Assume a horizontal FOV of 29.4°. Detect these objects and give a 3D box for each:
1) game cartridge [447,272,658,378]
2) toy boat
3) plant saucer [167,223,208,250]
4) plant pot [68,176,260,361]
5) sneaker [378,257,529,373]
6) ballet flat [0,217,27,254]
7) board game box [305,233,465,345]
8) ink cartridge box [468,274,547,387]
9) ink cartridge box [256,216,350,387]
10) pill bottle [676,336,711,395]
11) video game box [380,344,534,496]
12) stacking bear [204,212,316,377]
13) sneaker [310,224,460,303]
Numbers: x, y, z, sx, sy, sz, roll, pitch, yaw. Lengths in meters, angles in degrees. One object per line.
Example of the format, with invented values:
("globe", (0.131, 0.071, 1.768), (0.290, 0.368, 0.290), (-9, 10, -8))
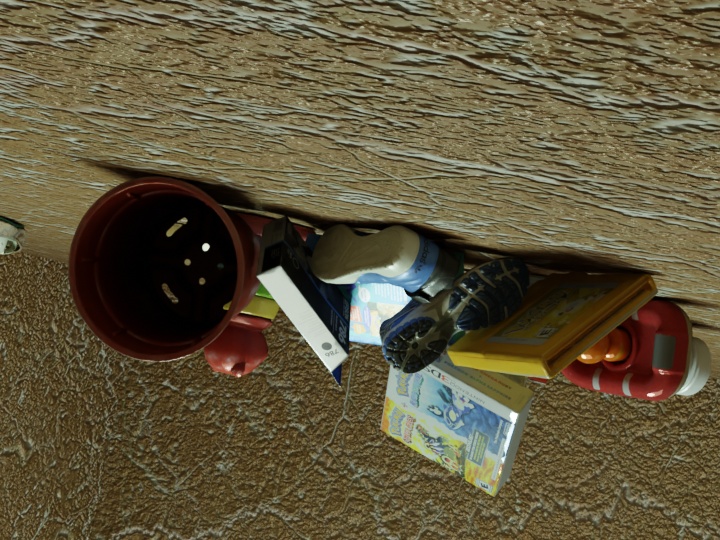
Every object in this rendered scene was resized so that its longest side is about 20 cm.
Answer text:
("game cartridge", (0.215, 0.057, 1.566), (0.176, 0.033, 0.200), (-35, -163, -23))
("toy boat", (0.323, 0.096, 1.780), (0.130, 0.131, 0.200), (7, 178, -39))
("plant saucer", (-0.245, -0.040, 2.117), (0.199, 0.036, 0.200), (11, 175, 1))
("plant pot", (-0.206, -0.005, 1.578), (0.200, 0.201, 0.195), (10, -176, 9))
("sneaker", (0.104, 0.037, 1.619), (0.200, 0.077, 0.085), (-30, -154, -5))
("ballet flat", (-0.703, -0.067, 2.689), (0.068, 0.067, 0.200), (10, 175, 9))
("board game box", (0.031, 0.032, 1.725), (0.199, 0.045, 0.152), (8, 137, 13))
("ink cartridge box", (0.194, 0.105, 1.791), (0.109, 0.201, 0.050), (7, 174, 41))
("ink cartridge box", (-0.056, 0.039, 1.654), (0.039, 0.100, 0.200), (-22, 125, 18))
("pill bottle", (0.415, 0.124, 2.031), (0.199, 0.120, 0.119), (13, 175, -28))
("video game box", (0.118, 0.180, 1.748), (0.182, 0.047, 0.200), (31, 144, 19))
("stacking bear", (-0.146, 0.035, 1.740), (0.114, 0.201, 0.121), (15, 174, -43))
("sneaker", (0.033, -0.005, 1.591), (0.111, 0.077, 0.200), (25, 162, -32))
